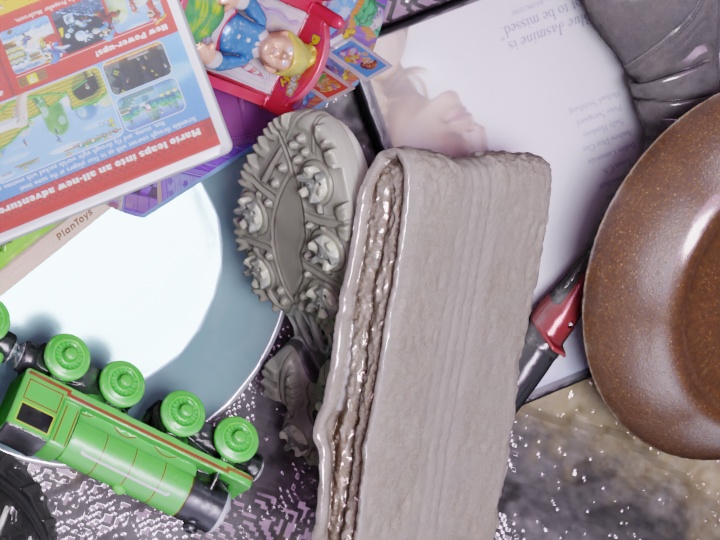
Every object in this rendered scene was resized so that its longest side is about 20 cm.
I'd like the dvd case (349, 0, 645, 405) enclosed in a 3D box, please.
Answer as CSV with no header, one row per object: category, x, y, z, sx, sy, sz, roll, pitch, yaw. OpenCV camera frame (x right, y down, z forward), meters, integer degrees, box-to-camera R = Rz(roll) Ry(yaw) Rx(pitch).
dvd case,0.087,-0.042,1.284,0.142,0.018,0.201,-22,101,-12

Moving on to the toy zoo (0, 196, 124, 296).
toy zoo,-0.172,-0.097,1.133,0.131,0.020,0.200,-41,121,-22

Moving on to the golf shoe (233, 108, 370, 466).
golf shoe,0.000,0.000,1.220,0.097,0.078,0.201,-32,135,-31

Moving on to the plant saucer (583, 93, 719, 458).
plant saucer,0.202,0.006,1.270,0.200,0.037,0.201,-11,114,-25

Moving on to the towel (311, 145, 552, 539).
towel,0.033,0.042,1.195,0.132,0.034,0.201,-3,105,-57

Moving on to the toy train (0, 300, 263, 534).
toy train,-0.136,0.062,1.193,0.200,0.042,0.057,28,61,-15

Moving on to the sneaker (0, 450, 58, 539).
sneaker,-0.220,0.097,1.198,0.200,0.079,0.074,40,67,-30

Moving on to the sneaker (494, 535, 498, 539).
sneaker,0.037,0.189,1.218,0.071,0.099,0.200,36,55,-10

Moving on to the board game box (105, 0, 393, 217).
board game box,-0.050,-0.110,1.159,0.200,0.039,0.158,-34,134,-26

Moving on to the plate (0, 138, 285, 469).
plate,-0.131,-0.007,1.229,0.199,0.026,0.201,-1,95,-14

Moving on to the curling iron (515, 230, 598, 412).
curling iron,0.101,0.033,1.271,0.050,0.026,0.200,41,86,-17

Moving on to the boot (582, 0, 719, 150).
boot,0.200,-0.144,1.282,0.200,0.070,0.132,-31,107,-9

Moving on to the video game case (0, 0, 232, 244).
video game case,-0.152,-0.115,1.085,0.143,0.017,0.201,-22,110,-7
